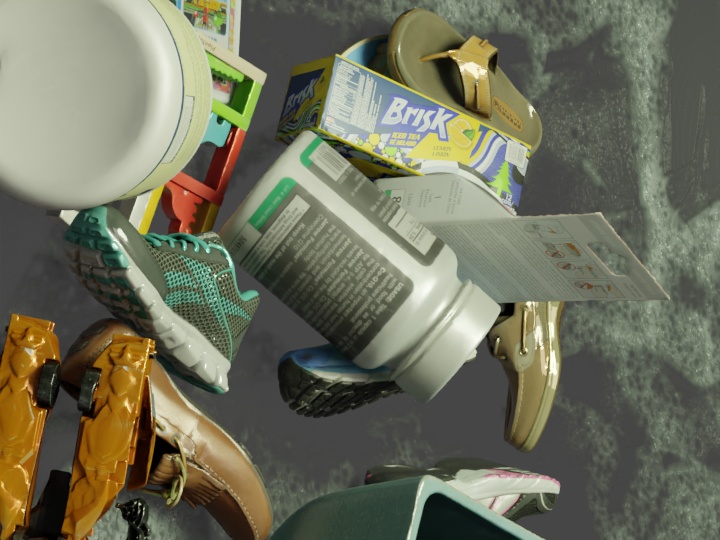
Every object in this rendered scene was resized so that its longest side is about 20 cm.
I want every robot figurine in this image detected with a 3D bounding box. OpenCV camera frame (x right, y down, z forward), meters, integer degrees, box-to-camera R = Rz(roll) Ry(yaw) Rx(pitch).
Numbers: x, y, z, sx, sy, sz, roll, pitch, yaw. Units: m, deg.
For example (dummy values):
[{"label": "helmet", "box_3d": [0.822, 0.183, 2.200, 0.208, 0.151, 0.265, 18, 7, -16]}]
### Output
[{"label": "robot figurine", "box_3d": [-0.199, 0.137, 1.197, 0.143, 0.058, 0.202, 11, 86, 1]}]

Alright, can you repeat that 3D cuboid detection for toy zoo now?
[{"label": "toy zoo", "box_3d": [-0.150, -0.078, 1.311, 0.131, 0.020, 0.202, 27, 77, -42]}]

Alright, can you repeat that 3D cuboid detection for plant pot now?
[{"label": "plant pot", "box_3d": [0.016, 0.275, 1.329, 0.196, 0.199, 0.198, 32, 63, -37]}]

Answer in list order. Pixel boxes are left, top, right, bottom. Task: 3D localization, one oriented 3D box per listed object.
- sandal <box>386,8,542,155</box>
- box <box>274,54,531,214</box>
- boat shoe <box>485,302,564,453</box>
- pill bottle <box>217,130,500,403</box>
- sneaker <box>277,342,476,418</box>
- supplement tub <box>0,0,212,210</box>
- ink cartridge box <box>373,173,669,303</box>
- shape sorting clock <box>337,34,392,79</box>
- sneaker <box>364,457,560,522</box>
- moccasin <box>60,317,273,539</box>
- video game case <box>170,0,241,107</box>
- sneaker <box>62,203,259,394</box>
[{"label": "sandal", "box_3d": [0.097, -0.157, 1.510, 0.199, 0.054, 0.081, 33, 59, -38]}, {"label": "box", "box_3d": [0.036, -0.101, 1.434, 0.199, 0.070, 0.065, 23, 75, -30]}, {"label": "boat shoe", "box_3d": [0.139, 0.056, 1.578, 0.064, 0.071, 0.202, 8, 88, -9]}, {"label": "pill bottle", "box_3d": [0.000, 0.000, 1.352, 0.200, 0.113, 0.113, 40, 55, -1]}, {"label": "sneaker", "box_3d": [0.002, 0.057, 1.445, 0.199, 0.078, 0.091, -12, 75, -48]}, {"label": "supplement tub", "box_3d": [-0.171, -0.115, 1.150, 0.200, 0.143, 0.147, -51, 131, -84]}, {"label": "ink cartridge box", "box_3d": [0.126, -0.025, 1.423, 0.161, 0.198, 0.051, 40, 53, -51]}, {"label": "shape sorting clock", "box_3d": [0.032, -0.095, 1.498, 0.199, 0.039, 0.202, 6, 81, -44]}, {"label": "sneaker", "box_3d": [0.078, 0.205, 1.500, 0.198, 0.080, 0.087, 2, 96, -37]}, {"label": "moccasin", "box_3d": [-0.137, 0.127, 1.282, 0.202, 0.073, 0.078, 53, 55, -26]}, {"label": "video game case", "box_3d": [-0.166, -0.227, 1.326, 0.199, 0.024, 0.184, 10, 79, -45]}, {"label": "sneaker", "box_3d": [-0.135, 0.002, 1.274, 0.092, 0.077, 0.200, -58, 144, -19]}]
